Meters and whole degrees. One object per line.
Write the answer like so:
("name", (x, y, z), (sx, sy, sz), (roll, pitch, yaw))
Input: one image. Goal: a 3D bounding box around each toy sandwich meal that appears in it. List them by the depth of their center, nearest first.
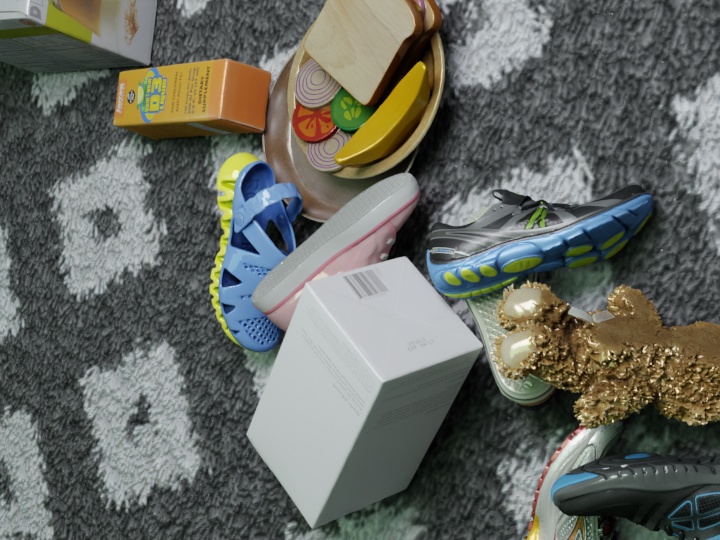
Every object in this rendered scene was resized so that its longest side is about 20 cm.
("toy sandwich meal", (-0.004, -0.188, 1.125), (0.204, 0.070, 0.208), (-5, 81, 34))

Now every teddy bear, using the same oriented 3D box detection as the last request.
("teddy bear", (0.199, 0.070, 0.956), (0.146, 0.198, 0.067), (-103, 19, -51))

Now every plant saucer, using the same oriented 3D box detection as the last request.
("plant saucer", (-0.013, -0.146, 1.188), (0.199, 0.032, 0.203), (-6, 80, 35))

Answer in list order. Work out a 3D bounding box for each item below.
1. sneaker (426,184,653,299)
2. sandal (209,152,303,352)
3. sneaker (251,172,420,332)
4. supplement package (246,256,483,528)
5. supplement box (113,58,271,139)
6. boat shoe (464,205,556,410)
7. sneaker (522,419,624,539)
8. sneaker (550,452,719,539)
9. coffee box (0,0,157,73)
("sneaker", (0.150, -0.040, 1.004), (0.198, 0.071, 0.083), (-16, 62, 6))
("sandal", (-0.099, -0.015, 1.186), (0.087, 0.079, 0.202), (8, 104, 43))
("sneaker", (0.000, 0.000, 1.130), (0.200, 0.075, 0.105), (-39, 106, 16))
("supplement package", (-0.002, 0.109, 1.055), (0.120, 0.120, 0.201), (49, 134, 29))
("supplement box", (-0.185, -0.182, 1.276), (0.199, 0.068, 0.067), (3, 85, 47))
("boat shoe", (0.131, 0.033, 1.043), (0.074, 0.062, 0.202), (-16, 58, 8))
("sneaker", (0.186, 0.214, 0.986), (0.082, 0.078, 0.202), (20, 103, 27))
("sneaker", (0.246, 0.181, 0.906), (0.198, 0.073, 0.083), (-4, 92, 7))
("coffee box", (-0.364, -0.350, 1.358), (0.198, 0.197, 0.202), (3, 85, 33))
